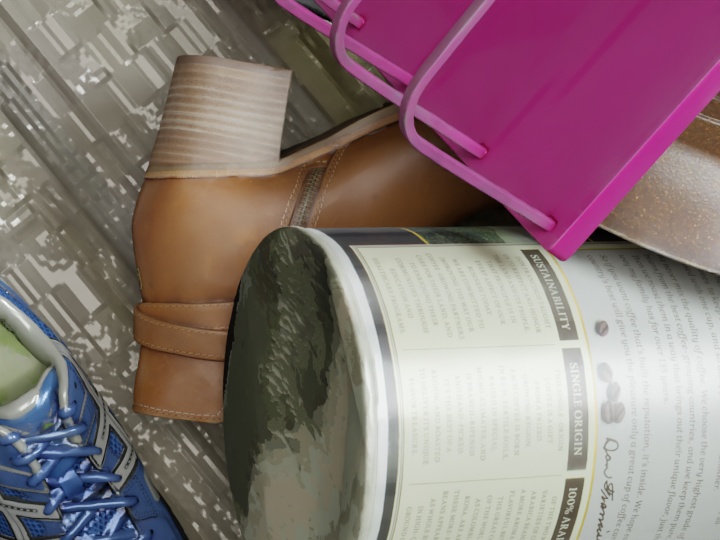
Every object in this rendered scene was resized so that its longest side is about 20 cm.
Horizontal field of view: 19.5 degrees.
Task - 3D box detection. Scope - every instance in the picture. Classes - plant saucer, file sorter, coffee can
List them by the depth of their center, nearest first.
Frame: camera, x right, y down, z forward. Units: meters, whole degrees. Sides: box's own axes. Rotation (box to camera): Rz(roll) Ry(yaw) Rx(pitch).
[{"bbox_3d":[0.035,-0.133,0.765,0.139,0.125,0.200,-48,51,10],"label":"file sorter"},{"bbox_3d":[0.063,0.054,0.824,0.199,0.146,0.148,-1,82,-24],"label":"coffee can"},{"bbox_3d":[0.135,-0.053,0.853,0.199,0.201,0.037,18,112,-4],"label":"plant saucer"}]

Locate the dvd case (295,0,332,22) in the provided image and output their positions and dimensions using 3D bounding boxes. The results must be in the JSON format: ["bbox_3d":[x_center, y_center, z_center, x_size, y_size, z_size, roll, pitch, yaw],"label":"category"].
[{"bbox_3d":[0.021,-0.201,0.893,0.150,0.025,0.201,27,93,27],"label":"dvd case"}]

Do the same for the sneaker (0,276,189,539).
[{"bbox_3d":[-0.131,0.082,0.860,0.076,0.077,0.200,-37,90,-12],"label":"sneaker"}]

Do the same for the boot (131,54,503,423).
[{"bbox_3d":[0.000,0.000,0.897,0.198,0.074,0.156,8,89,-6],"label":"boot"}]
